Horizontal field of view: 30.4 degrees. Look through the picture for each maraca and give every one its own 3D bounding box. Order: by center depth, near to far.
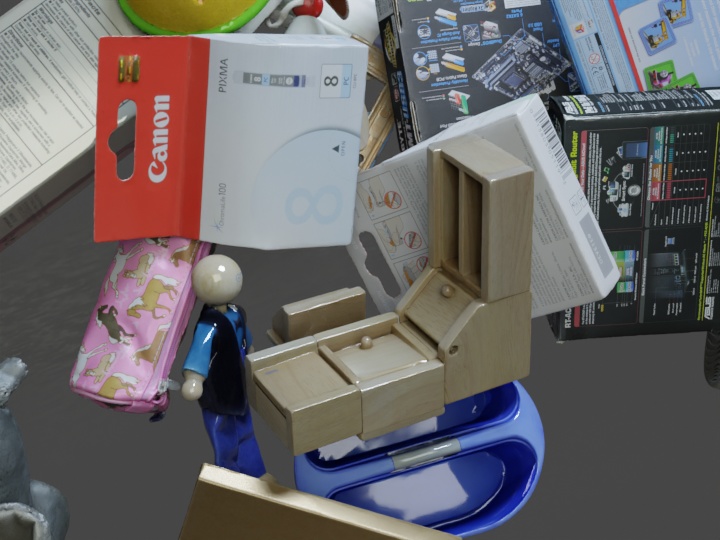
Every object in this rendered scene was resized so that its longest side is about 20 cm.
[{"bbox_3d":[-0.117,-0.265,1.027,0.137,0.107,0.200,14,73,8],"label":"maraca"}]

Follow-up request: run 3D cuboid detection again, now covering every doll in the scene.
[{"bbox_3d":[-0.104,0.085,1.036,0.048,0.136,0.200,-4,104,15],"label":"doll"}]

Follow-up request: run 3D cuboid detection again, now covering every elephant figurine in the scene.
[{"bbox_3d":[-0.283,0.203,1.007,0.200,0.155,0.142,54,36,-8],"label":"elephant figurine"}]

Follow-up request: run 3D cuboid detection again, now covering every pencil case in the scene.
[{"bbox_3d":[-0.163,0.017,1.059,0.086,0.083,0.200,18,79,-3],"label":"pencil case"}]

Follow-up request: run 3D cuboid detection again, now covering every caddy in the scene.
[{"bbox_3d":[0.045,0.147,1.051,0.200,0.105,0.141,-15,82,-9],"label":"caddy"}]

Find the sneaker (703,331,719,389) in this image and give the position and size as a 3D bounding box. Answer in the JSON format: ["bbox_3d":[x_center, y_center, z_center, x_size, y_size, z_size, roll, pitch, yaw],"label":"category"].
[{"bbox_3d":[0.365,0.012,1.136,0.106,0.075,0.200,12,89,-10],"label":"sneaker"}]

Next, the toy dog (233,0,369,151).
[{"bbox_3d":[-0.058,-0.183,1.073,0.132,0.096,0.200,-23,85,20],"label":"toy dog"}]

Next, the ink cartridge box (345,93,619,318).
[{"bbox_3d":[0.084,-0.032,1.056,0.050,0.200,0.161,-42,109,-50],"label":"ink cartridge box"}]

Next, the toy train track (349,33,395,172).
[{"bbox_3d":[0.019,-0.127,1.122,0.115,0.033,0.200,30,83,-11],"label":"toy train track"}]

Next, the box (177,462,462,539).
[{"bbox_3d":[-0.040,0.222,1.010,0.200,0.164,0.021,18,47,-4],"label":"box"}]

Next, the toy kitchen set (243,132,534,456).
[{"bbox_3d":[0.000,0.000,0.989,0.200,0.163,0.181,-16,122,-24],"label":"toy kitchen set"}]

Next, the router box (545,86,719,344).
[{"bbox_3d":[0.228,-0.045,1.074,0.150,0.062,0.200,-4,115,-3],"label":"router box"}]

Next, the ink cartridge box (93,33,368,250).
[{"bbox_3d":[-0.096,-0.095,0.994,0.200,0.047,0.160,-5,112,-28],"label":"ink cartridge box"}]

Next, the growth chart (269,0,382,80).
[{"bbox_3d":[0.020,-0.263,1.158,0.145,0.018,0.200,38,79,-1],"label":"growth chart"}]

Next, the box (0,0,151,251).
[{"bbox_3d":[-0.256,-0.128,1.056,0.200,0.109,0.128,-39,87,-11],"label":"box"}]

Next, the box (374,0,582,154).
[{"bbox_3d":[0.120,-0.179,1.111,0.200,0.050,0.199,-11,94,-17],"label":"box"}]

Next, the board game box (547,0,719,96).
[{"bbox_3d":[0.262,-0.204,1.056,0.200,0.037,0.151,-22,115,8],"label":"board game box"}]
